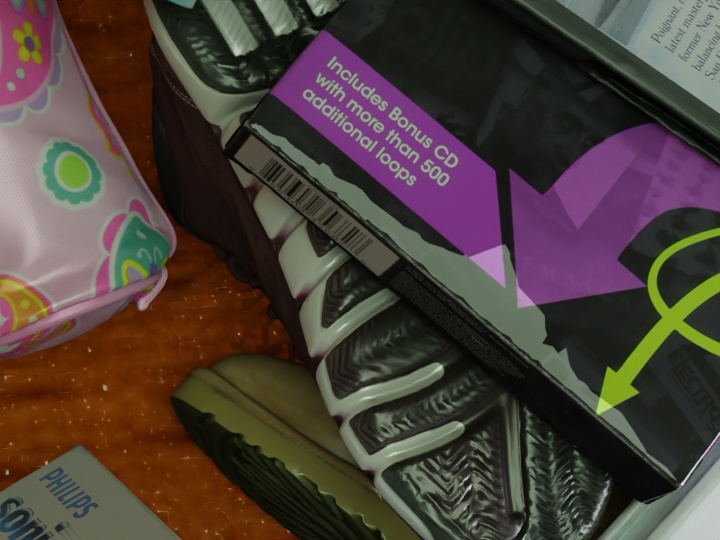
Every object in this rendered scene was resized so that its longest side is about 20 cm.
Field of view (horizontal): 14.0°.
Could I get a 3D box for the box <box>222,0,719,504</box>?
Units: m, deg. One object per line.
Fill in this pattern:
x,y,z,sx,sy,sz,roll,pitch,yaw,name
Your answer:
0.082,-0.062,0.758,0.143,0.036,0.200,39,72,-3,box

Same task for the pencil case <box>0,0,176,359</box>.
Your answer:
-0.119,-0.073,0.830,0.087,0.087,0.200,-19,89,-12,pencil case

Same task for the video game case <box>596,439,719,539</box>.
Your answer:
0.119,0.127,0.818,0.182,0.022,0.200,-47,131,-3,video game case

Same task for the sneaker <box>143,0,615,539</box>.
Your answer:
0.000,0.000,0.809,0.076,0.116,0.200,-23,79,-17,sneaker

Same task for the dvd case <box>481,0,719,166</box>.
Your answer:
0.129,-0.083,0.745,0.200,0.018,0.143,34,74,-6,dvd case

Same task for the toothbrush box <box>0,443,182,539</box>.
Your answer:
-0.040,0.162,0.777,0.085,0.146,0.200,-33,113,-12,toothbrush box

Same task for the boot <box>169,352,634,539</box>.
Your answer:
0.067,0.013,0.875,0.175,0.066,0.200,32,71,9,boot

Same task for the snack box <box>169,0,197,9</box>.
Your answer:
-0.090,-0.159,0.787,0.116,0.200,0.037,21,125,-21,snack box
